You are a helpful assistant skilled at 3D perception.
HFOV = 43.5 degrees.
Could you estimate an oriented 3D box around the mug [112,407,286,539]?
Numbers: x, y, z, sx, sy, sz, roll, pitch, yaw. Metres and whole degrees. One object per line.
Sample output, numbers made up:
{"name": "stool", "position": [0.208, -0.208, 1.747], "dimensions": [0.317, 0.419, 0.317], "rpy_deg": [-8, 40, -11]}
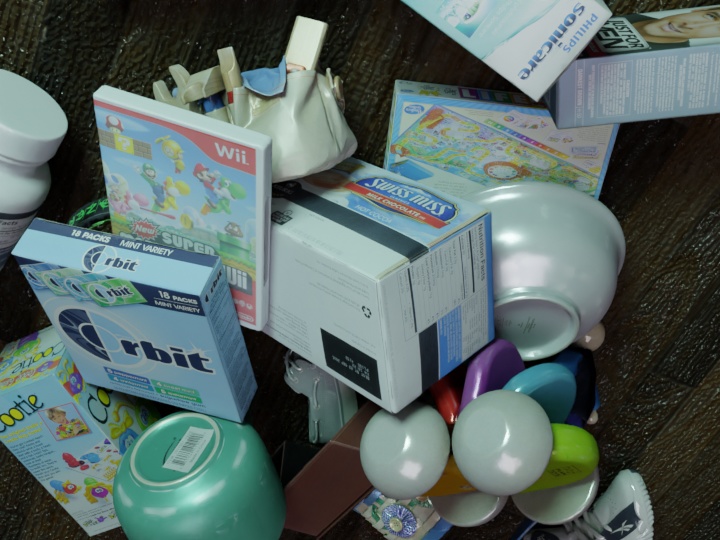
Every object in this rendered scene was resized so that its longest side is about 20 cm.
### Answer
{"name": "mug", "position": [-0.162, 0.197, 0.869], "dimensions": [0.151, 0.185, 0.115], "rpy_deg": [-24, 127, -10]}

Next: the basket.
{"name": "basket", "position": [0.096, 0.235, 0.969], "dimensions": [0.199, 0.139, 0.177], "rpy_deg": [26, 119, -9]}

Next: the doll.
{"name": "doll", "position": [0.202, 0.135, 0.893], "dimensions": [0.048, 0.201, 0.136], "rpy_deg": [10, 159, 37]}

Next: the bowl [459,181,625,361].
{"name": "bowl", "position": [0.150, 0.020, 0.833], "dimensions": [0.200, 0.091, 0.202], "rpy_deg": [1, 139, 1]}

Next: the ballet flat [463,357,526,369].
{"name": "ballet flat", "position": [0.075, 0.084, 0.916], "dimensions": [0.199, 0.072, 0.072], "rpy_deg": [21, 120, -12]}

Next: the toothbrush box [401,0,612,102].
{"name": "toothbrush box", "position": [0.074, -0.237, 0.670], "dimensions": [0.199, 0.147, 0.085], "rpy_deg": [30, 118, -19]}

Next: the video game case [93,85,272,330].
{"name": "video game case", "position": [-0.140, -0.043, 0.731], "dimensions": [0.142, 0.017, 0.201], "rpy_deg": [18, 135, 11]}

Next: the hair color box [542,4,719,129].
{"name": "hair color box", "position": [0.251, -0.170, 0.739], "dimensions": [0.198, 0.099, 0.061], "rpy_deg": [-5, 122, 3]}

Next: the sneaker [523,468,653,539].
{"name": "sneaker", "position": [0.255, 0.312, 1.053], "dimensions": [0.129, 0.080, 0.200], "rpy_deg": [-1, 133, -9]}

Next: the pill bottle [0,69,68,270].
{"name": "pill bottle", "position": [-0.342, -0.072, 0.788], "dimensions": [0.119, 0.120, 0.200], "rpy_deg": [32, 116, -19]}

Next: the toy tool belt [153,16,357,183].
{"name": "toy tool belt", "position": [-0.108, -0.135, 0.761], "dimensions": [0.199, 0.125, 0.124], "rpy_deg": [-8, 102, 20]}

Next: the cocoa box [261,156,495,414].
{"name": "cocoa box", "position": [0.000, 0.000, 0.770], "dimensions": [0.131, 0.199, 0.134], "rpy_deg": [-31, 129, -32]}

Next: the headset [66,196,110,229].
{"name": "headset", "position": [-0.198, 0.017, 0.858], "dimensions": [0.123, 0.094, 0.200], "rpy_deg": [-21, 136, 13]}

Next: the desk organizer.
{"name": "desk organizer", "position": [-0.034, 0.199, 0.925], "dimensions": [0.077, 0.072, 0.200], "rpy_deg": [20, 137, -18]}

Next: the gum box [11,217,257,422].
{"name": "gum box", "position": [-0.189, 0.049, 0.794], "dimensions": [0.169, 0.045, 0.201], "rpy_deg": [12, 143, 13]}

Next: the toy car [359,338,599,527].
{"name": "toy car", "position": [0.107, 0.135, 0.787], "dimensions": [0.199, 0.151, 0.175], "rpy_deg": [-12, 149, 32]}

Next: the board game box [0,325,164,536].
{"name": "board game box", "position": [-0.287, 0.163, 0.944], "dimensions": [0.104, 0.103, 0.201], "rpy_deg": [-21, 120, 14]}

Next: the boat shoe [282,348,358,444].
{"name": "boat shoe", "position": [-0.044, 0.108, 0.929], "dimensions": [0.071, 0.070, 0.202], "rpy_deg": [-9, 125, -1]}

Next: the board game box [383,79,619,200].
{"name": "board game box", "position": [0.121, -0.095, 0.824], "dimensions": [0.198, 0.034, 0.135], "rpy_deg": [6, 122, -4]}
